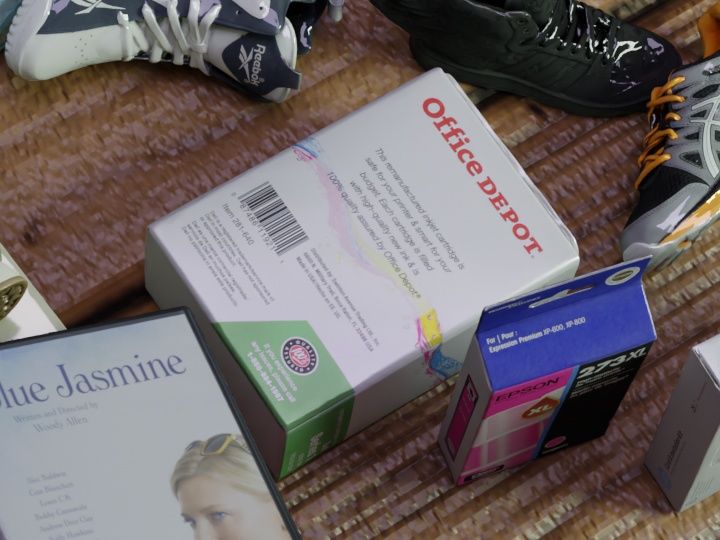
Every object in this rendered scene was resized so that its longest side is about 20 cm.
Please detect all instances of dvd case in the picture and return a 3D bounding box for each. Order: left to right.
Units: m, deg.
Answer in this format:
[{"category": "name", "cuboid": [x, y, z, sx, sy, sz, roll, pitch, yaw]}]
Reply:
[{"category": "dvd case", "cuboid": [-0.109, 0.110, 1.242, 0.142, 0.018, 0.200, -12, 57, -27]}]

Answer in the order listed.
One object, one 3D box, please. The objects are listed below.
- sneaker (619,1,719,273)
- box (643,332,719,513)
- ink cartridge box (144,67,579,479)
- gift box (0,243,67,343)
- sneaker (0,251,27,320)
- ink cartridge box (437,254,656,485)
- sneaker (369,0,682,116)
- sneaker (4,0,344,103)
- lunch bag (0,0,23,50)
[{"category": "sneaker", "cuboid": [0.196, -0.077, 1.514, 0.077, 0.078, 0.200, 39, 56, -3]}, {"category": "box", "cuboid": [0.259, 0.047, 1.423, 0.200, 0.156, 0.041, -27, 68, -16]}, {"category": "ink cartridge box", "cuboid": [0.000, 0.000, 1.457, 0.200, 0.084, 0.145, -30, 72, -17]}, {"category": "gift box", "cuboid": [-0.259, 0.026, 1.372, 0.200, 0.185, 0.187, -36, 82, -23]}, {"category": "sneaker", "cuboid": [-0.267, 0.020, 1.247, 0.200, 0.067, 0.090, -28, 77, -18]}, {"category": "ink cartridge box", "cuboid": [0.099, 0.056, 1.378, 0.095, 0.200, 0.037, -17, 68, -12]}, {"category": "sneaker", "cuboid": [0.098, -0.148, 1.525, 0.199, 0.104, 0.060, 9, 64, -2]}, {"category": "sneaker", "cuboid": [-0.097, -0.140, 1.514, 0.199, 0.080, 0.130, -28, 62, -28]}, {"category": "lunch bag", "cuboid": [-0.205, -0.217, 1.500, 0.077, 0.160, 0.200, 33, 72, 15]}]
